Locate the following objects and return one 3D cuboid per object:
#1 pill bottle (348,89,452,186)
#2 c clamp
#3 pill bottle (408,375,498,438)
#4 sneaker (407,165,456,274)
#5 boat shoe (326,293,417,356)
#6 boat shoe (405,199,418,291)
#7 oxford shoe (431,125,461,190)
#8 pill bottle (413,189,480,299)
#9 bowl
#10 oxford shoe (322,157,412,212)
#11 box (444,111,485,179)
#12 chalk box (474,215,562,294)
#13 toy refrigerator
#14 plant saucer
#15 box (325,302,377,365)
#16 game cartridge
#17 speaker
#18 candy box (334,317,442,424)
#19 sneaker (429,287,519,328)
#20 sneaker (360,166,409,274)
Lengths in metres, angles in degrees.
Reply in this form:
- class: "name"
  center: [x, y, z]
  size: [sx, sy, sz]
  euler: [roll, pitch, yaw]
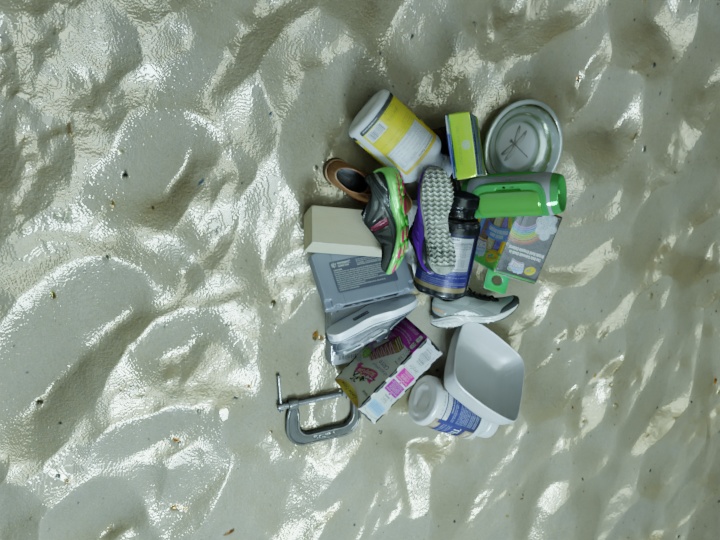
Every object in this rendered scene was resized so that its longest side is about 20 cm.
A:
- class: "pill bottle"
  center: [0.082, -0.240, 1.586]
  size: [0.200, 0.112, 0.112]
  euler: [39, 90, -16]
- class: "c clamp"
  center: [-0.086, 0.294, 1.772]
  size: [0.198, 0.027, 0.173]
  euler: [-3, 109, -23]
- class: "pill bottle"
  center: [0.214, 0.313, 1.869]
  size: [0.199, 0.111, 0.112]
  euler: [22, 98, -29]
- class: "sneaker"
  center: [0.123, -0.092, 1.558]
  size: [0.069, 0.099, 0.203]
  euler: [-1, 88, -26]
- class: "boat shoe"
  center: [0.031, 0.113, 1.689]
  size: [0.198, 0.072, 0.068]
  euler: [-26, 115, -12]
- class: "boat shoe"
  center: [0.112, -0.050, 1.726]
  size: [0.069, 0.071, 0.202]
  euler: [0, 114, 4]
- class: "oxford shoe"
  center: [0.156, -0.187, 1.692]
  size: [0.083, 0.073, 0.202]
  euler: [-15, 104, -12]
- class: "pill bottle"
  center: [0.175, -0.054, 1.638]
  size: [0.111, 0.112, 0.202]
  euler: [2, 107, -25]
- class: "bowl"
  center: [0.262, 0.229, 1.830]
  size: [0.199, 0.201, 0.074]
  euler: [37, 134, -18]
- class: "oxford shoe"
  center: [0.021, -0.153, 1.624]
  size: [0.198, 0.071, 0.072]
  euler: [22, 98, -23]
- class: "box"
  center: [0.204, -0.241, 1.609]
  size: [0.047, 0.200, 0.123]
  euler: [-8, 96, 14]
- class: "chalk box"
  center: [0.317, -0.052, 1.780]
  size: [0.123, 0.124, 0.202]
  euler: [16, 102, -30]
- class: "toy refrigerator"
  center: [-0.009, -0.073, 1.629]
  size: [0.198, 0.070, 0.077]
  euler: [3, 74, -19]
- class: "plant saucer"
  center: [0.333, -0.260, 1.751]
  size: [0.198, 0.050, 0.203]
  euler: [-8, 109, -23]
- class: "box"
  center: [0.003, 0.088, 1.732]
  size: [0.154, 0.041, 0.202]
  euler: [-9, 113, -23]
- class: "game cartridge"
  center: [0.000, 0.000, 1.659]
  size: [0.198, 0.042, 0.134]
  euler: [-11, 69, -24]
- class: "speaker"
  center: [0.302, -0.148, 1.650]
  size: [0.088, 0.198, 0.090]
  euler: [0, 90, -62]
- class: "candy box"
  center: [0.054, 0.195, 1.693]
  size: [0.200, 0.136, 0.061]
  euler: [-46, 121, -3]
- class: "sneaker"
  center: [0.247, 0.073, 1.800]
  size: [0.198, 0.074, 0.080]
  euler: [-8, 102, -2]
- class: "sneaker"
  center: [0.045, -0.094, 1.576]
  size: [0.083, 0.077, 0.203]
  euler: [-1, 99, 20]
